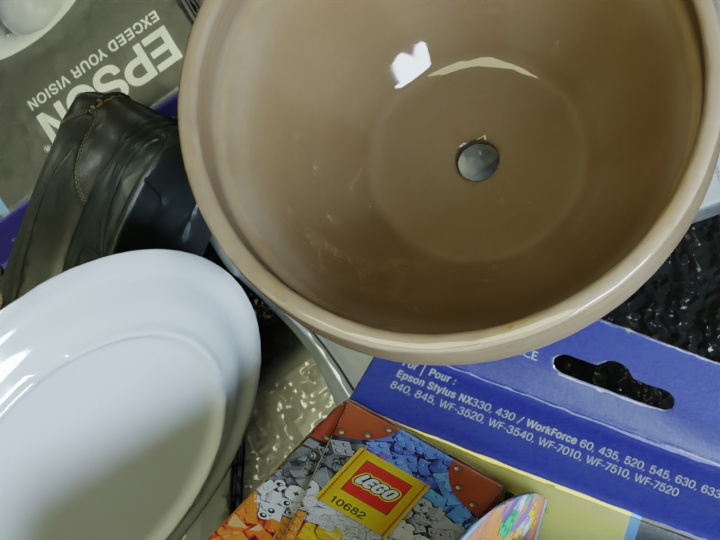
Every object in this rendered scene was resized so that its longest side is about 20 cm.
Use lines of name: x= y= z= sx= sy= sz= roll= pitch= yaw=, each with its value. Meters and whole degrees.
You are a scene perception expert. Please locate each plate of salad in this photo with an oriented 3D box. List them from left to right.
plate of salad: x=-0.123 y=0.073 z=0.870 sx=0.048 sy=0.200 sz=0.200 roll=37 pitch=102 yaw=34

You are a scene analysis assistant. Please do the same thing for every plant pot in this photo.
plant pot: x=0.038 y=-0.055 z=0.816 sx=0.201 sy=0.093 sz=0.201 roll=-3 pitch=73 yaw=9

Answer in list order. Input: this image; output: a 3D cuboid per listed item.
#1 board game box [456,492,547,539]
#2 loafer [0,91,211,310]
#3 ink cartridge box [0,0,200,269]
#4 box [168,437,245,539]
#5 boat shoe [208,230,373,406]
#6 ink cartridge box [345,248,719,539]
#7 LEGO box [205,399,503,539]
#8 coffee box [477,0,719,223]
board game box: x=0.035 y=0.183 z=0.816 sx=0.039 sy=0.158 sz=0.200 roll=27 pitch=130 yaw=22
loafer: x=-0.127 y=0.018 z=0.924 sx=0.072 sy=0.073 sz=0.200 roll=35 pitch=101 yaw=35
ink cartridge box: x=-0.158 y=-0.076 z=1.000 sx=0.198 sy=0.043 sz=0.200 roll=-35 pitch=82 yaw=15
box: x=-0.154 y=0.112 z=0.978 sx=0.198 sy=0.050 sz=0.200 roll=4 pitch=93 yaw=3
boat shoe: x=0.000 y=0.000 z=0.931 sx=0.067 sy=0.074 sz=0.200 roll=-33 pitch=93 yaw=43
ink cartridge box: x=0.083 y=0.112 z=0.876 sx=0.198 sy=0.047 sz=0.200 roll=20 pitch=129 yaw=15
LEGO box: x=-0.032 y=0.175 z=0.852 sx=0.077 sy=0.149 sz=0.200 roll=29 pitch=130 yaw=16
coffee box: x=0.106 y=-0.115 z=0.896 sx=0.113 sy=0.080 sz=0.200 roll=-20 pitch=85 yaw=18
